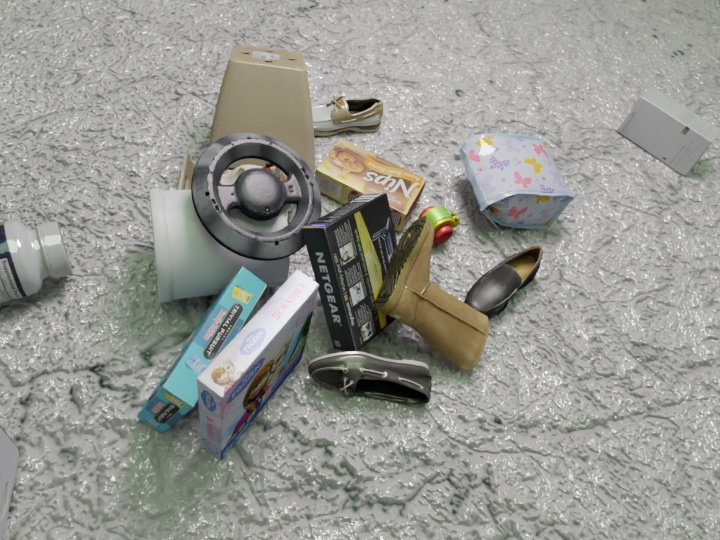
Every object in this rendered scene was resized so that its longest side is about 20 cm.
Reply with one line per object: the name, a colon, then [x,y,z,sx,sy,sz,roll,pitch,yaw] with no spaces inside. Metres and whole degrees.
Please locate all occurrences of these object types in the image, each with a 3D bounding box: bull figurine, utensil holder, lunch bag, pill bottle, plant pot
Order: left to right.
pill bottle: [-0.536,-0.008,0.833,0.196,0.112,0.112,-18,59,-25]
utensil holder: [-0.224,-0.047,0.905,0.195,0.171,0.172,-7,55,-20]
bull figurine: [-0.175,-0.156,0.978,0.195,0.122,0.066,-9,60,-11]
plant pot: [-0.176,-0.308,1.069,0.195,0.180,0.201,5,31,-11]
lunch bag: [0.300,-0.181,1.165,0.196,0.128,0.172,1,55,-25]

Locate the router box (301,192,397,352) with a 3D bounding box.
router box: [0.000,0.000,0.899,0.051,0.204,0.156,3,25,40]

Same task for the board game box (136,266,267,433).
board game box: [-0.218,0.110,0.795,0.047,0.151,0.202,35,51,-13]

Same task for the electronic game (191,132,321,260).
electronic game: [-0.149,-0.111,0.844,0.196,0.042,0.205,11,66,-24]

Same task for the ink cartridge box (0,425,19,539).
ink cartridge box: [-0.517,0.264,0.649,0.195,0.084,0.148,0,53,-14]

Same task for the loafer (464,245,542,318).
loafer: [0.259,0.016,1.037,0.073,0.073,0.199,41,56,17]

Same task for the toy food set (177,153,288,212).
toy food set: [-0.229,-0.149,1.048,0.195,0.061,0.146,4,52,-11]

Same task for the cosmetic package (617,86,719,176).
cosmetic package: [0.754,-0.344,1.408,0.199,0.114,0.081,39,54,18]

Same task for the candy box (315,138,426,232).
candy box: [0.019,-0.170,1.129,0.197,0.056,0.116,27,52,7]

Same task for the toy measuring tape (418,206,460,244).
toy measuring tape: [0.111,-0.075,1.071,0.197,0.074,0.074,-20,60,-27]

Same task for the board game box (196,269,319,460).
board game box: [-0.137,0.129,0.771,0.041,0.201,0.201,31,53,11]

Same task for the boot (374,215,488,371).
boot: [0.131,0.038,0.923,0.198,0.066,0.178,32,79,-23]

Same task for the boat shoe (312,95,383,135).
boat shoe: [-0.045,-0.340,1.233,0.195,0.069,0.076,-10,56,-20]

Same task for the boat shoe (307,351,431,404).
boat shoe: [0.018,0.166,0.868,0.195,0.068,0.058,6,47,-14]
